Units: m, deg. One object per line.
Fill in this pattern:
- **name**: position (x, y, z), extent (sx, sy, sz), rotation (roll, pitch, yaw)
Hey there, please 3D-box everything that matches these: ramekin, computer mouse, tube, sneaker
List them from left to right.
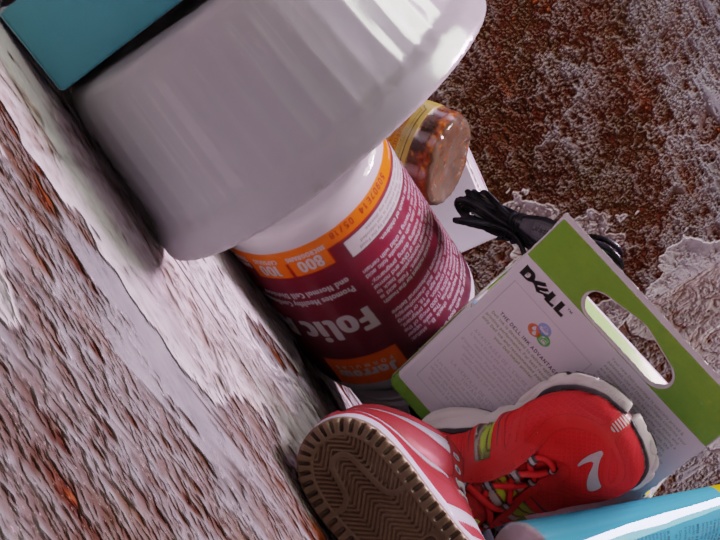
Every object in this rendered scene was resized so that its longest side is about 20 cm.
- **ramekin**: position (-0.046, -0.107, 1.115), extent (0.098, 0.200, 0.200), rotation (51, 7, -16)
- **sneaker**: position (0.043, 0.152, 1.171), extent (0.200, 0.071, 0.112), rotation (57, 8, -2)
- **sneaker**: position (0.079, 0.114, 1.235), extent (0.200, 0.085, 0.077), rotation (-23, -77, 51)
- **computer mouse**: position (0.108, 0.049, 1.379), extent (0.044, 0.110, 0.200), rotation (-39, 136, -46)
- **tube**: position (0.158, 0.149, 1.239), extent (0.200, 0.078, 0.050), rotation (-3, 43, -40)

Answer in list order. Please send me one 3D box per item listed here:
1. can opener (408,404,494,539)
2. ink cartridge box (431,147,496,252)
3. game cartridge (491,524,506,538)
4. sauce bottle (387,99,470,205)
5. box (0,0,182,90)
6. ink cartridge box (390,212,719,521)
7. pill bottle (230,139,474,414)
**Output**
- **can opener**: position (0.056, 0.146, 1.416), extent (0.063, 0.079, 0.200), rotation (53, -9, 39)
- **ink cartridge box**: position (0.015, -0.038, 1.566), extent (0.200, 0.144, 0.085), rotation (-40, 106, -85)
- **game cartridge**: position (0.137, 0.151, 1.561), extent (0.042, 0.133, 0.200), rotation (35, -19, 20)
- **sauce bottle**: position (-0.030, -0.099, 1.450), extent (0.200, 0.066, 0.066), rotation (19, -12, 22)
- **box**: position (-0.078, -0.171, 1.088), extent (0.049, 0.200, 0.082), rotation (52, 7, -17)
- **ink cartridge box**: position (0.129, 0.055, 1.271), extent (0.148, 0.200, 0.076), rotation (48, 49, 4)
- **pill bottle**: position (0.000, 0.000, 1.388), extent (0.200, 0.114, 0.114), rotation (55, 7, -40)
